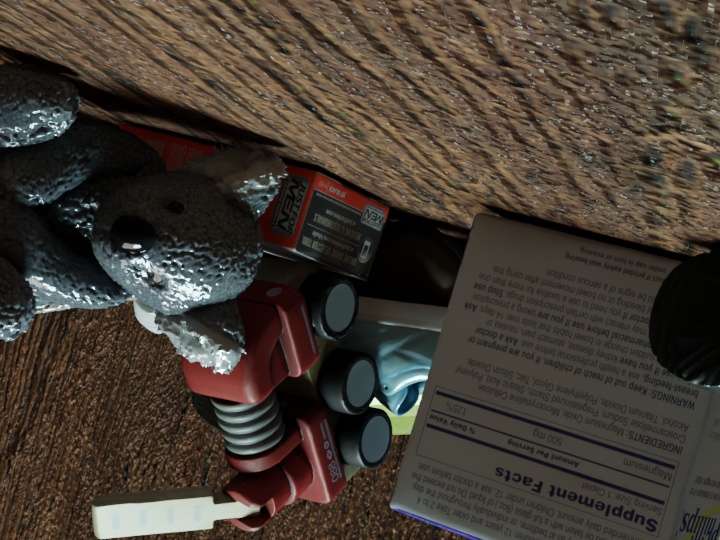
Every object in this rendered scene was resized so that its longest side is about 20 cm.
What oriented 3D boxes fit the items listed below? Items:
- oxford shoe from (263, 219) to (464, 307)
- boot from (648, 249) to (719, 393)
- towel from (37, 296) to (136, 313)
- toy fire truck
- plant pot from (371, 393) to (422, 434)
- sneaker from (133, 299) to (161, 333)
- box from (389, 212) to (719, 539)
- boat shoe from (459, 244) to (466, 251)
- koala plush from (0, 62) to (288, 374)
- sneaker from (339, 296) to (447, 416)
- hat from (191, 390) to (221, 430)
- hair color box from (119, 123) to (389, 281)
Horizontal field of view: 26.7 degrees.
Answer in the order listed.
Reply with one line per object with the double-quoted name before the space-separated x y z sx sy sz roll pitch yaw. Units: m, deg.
"oxford shoe" 0.000 0.000 1.177 0.199 0.073 0.084 11 -154 40
"boot" 0.272 0.053 0.801 0.167 0.077 0.200 25 167 -30
"towel" -0.188 -0.001 1.219 0.198 0.035 0.133 -8 -167 -8
"toy fire truck" -0.094 0.107 1.083 0.128 0.177 0.200 8 -145 36
"plant pot" 0.073 0.075 1.411 0.183 0.202 0.200 5 172 20
"sneaker" -0.112 0.000 1.347 0.199 0.071 0.080 -19 163 -19
"box" 0.143 0.087 0.960 0.183 0.202 0.105 16 177 30
"boat shoe" 0.071 0.016 1.235 0.060 0.072 0.201 31 164 -2
"koala plush" -0.152 -0.029 1.023 0.198 0.179 0.184 12 179 15
"sneaker" 0.012 0.065 1.148 0.198 0.083 0.074 4 168 24
"hat" -0.066 0.043 1.264 0.200 0.200 0.081 12 136 56
"hair color box" -0.089 -0.052 1.136 0.199 0.062 0.101 17 177 34
